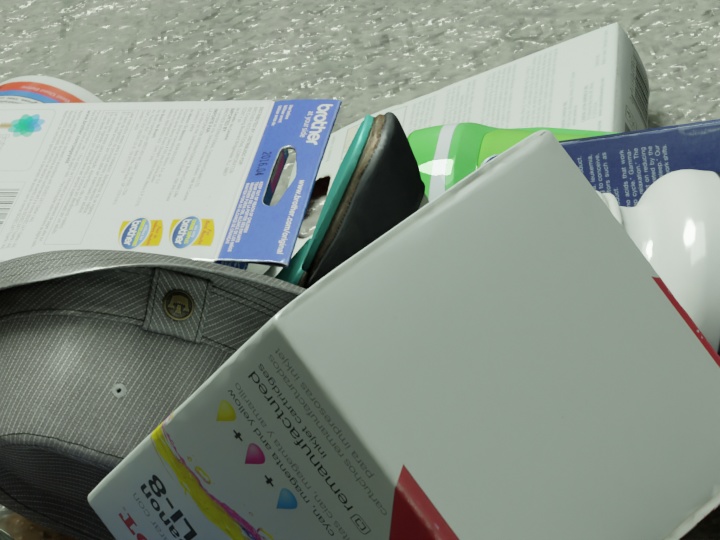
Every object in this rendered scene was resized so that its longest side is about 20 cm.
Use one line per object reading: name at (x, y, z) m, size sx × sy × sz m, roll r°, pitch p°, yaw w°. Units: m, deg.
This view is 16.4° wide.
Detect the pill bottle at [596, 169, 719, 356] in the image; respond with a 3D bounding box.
pill bottle at (0.166, 0.019, 1.019) m, size 0.199 × 0.111 × 0.111 m, roll 7°, pitch 30°, yaw -7°

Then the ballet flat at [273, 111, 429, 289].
ballet flat at (0.000, 0.000, 1.123) m, size 0.073 × 0.200 × 0.073 m, roll 10°, pitch 56°, yaw -16°

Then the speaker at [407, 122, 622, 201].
speaker at (0.119, -0.022, 1.162) m, size 0.199 × 0.089 × 0.089 m, roll 5°, pitch 33°, yaw 9°

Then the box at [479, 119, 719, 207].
box at (0.153, -0.005, 1.089) m, size 0.199 × 0.122 × 0.032 m, roll -8°, pitch 3°, yaw -7°

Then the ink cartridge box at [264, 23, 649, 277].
ink cartridge box at (0.052, -0.043, 1.308) m, size 0.200 × 0.047 × 0.160 m, roll -21°, pitch 28°, yaw 20°

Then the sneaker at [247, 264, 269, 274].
sneaker at (-0.102, -0.017, 1.218) m, size 0.078 × 0.100 × 0.200 m, roll -14°, pitch 16°, yaw 12°

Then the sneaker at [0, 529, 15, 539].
sneaker at (-0.186, 0.174, 0.980) m, size 0.083 × 0.081 × 0.200 m, roll -45°, pitch -4°, yaw 25°

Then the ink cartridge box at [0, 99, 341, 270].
ink cartridge box at (-0.112, -0.029, 1.146) m, size 0.199 × 0.042 × 0.119 m, roll -2°, pitch 41°, yaw 16°

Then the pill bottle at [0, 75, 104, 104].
pill bottle at (-0.197, -0.005, 1.256) m, size 0.112 × 0.112 × 0.200 m, roll 4°, pitch 34°, yaw 27°

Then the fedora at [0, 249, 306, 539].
fedora at (-0.093, 0.065, 1.086) m, size 0.177 × 0.200 × 0.091 m, roll -34°, pitch 46°, yaw 50°

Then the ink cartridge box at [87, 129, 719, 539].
ink cartridge box at (0.020, 0.074, 0.927) m, size 0.145 × 0.145 × 0.200 m, roll -36°, pitch -4°, yaw -33°
